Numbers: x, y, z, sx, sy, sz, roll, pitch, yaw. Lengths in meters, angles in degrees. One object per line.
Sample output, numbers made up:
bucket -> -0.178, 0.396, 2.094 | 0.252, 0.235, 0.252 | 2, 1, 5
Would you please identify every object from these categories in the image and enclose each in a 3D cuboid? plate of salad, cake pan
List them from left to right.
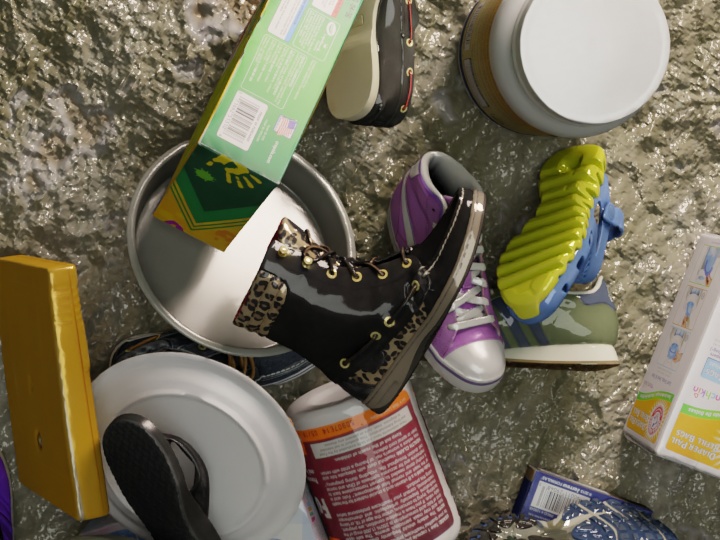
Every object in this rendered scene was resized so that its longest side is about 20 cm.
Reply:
plate of salad -> -0.140, 0.149, 1.329 | 0.199, 0.048, 0.201 | 6, 120, 10
cake pan -> -0.103, -0.018, 1.360 | 0.199, 0.037, 0.201 | 8, 67, -18

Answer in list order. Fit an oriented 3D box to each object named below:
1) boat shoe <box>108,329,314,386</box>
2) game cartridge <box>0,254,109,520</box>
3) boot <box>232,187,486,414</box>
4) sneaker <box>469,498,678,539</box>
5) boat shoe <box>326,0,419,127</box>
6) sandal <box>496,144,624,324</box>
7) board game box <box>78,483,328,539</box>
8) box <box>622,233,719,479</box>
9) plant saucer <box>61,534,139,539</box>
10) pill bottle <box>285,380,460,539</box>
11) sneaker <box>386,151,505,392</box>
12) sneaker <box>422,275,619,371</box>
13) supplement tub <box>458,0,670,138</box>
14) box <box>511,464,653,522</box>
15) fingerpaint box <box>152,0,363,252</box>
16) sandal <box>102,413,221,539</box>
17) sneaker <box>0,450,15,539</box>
boat shoe -> -0.116, 0.078, 1.380 | 0.199, 0.091, 0.071 | -11, 97, -7
game cartridge -> -0.255, 0.090, 1.321 | 0.032, 0.176, 0.201 | -8, 97, -27
boot -> 0.000, 0.000, 1.290 | 0.150, 0.073, 0.201 | 27, 109, -4
sneaker -> 0.185, 0.258, 1.425 | 0.199, 0.077, 0.086 | -1, 116, -15
boat shoe -> 0.013, -0.223, 1.388 | 0.063, 0.073, 0.203 | 9, 82, -47
sandal -> 0.181, -0.021, 1.388 | 0.087, 0.079, 0.200 | 57, 44, -27
board game box -> -0.115, 0.283, 1.401 | 0.199, 0.043, 0.200 | -19, 99, 9
box -> 0.331, 0.082, 1.439 | 0.112, 0.101, 0.201 | 22, 92, -9
plant saucer -> -0.166, 0.277, 1.330 | 0.200, 0.200, 0.050 | 45, 50, -9
pill bottle -> 0.019, 0.194, 1.399 | 0.114, 0.114, 0.201 | -21, 98, -6
sneaker -> 0.078, -0.004, 1.347 | 0.072, 0.114, 0.201 | -13, 68, -23
sneaker -> 0.131, 0.039, 1.431 | 0.199, 0.067, 0.090 | 3, 80, -3
supplement tub -> 0.167, -0.183, 1.340 | 0.144, 0.200, 0.145 | -1, 96, -8
box -> 0.176, 0.291, 1.471 | 0.121, 0.032, 0.201 | 20, 90, -9
fingerpaint box -> -0.079, -0.136, 1.294 | 0.073, 0.167, 0.201 | 27, 65, -10
sandal -> -0.149, 0.178, 1.294 | 0.048, 0.075, 0.201 | -55, 140, -36
sneaker -> -0.324, 0.224, 1.359 | 0.069, 0.100, 0.201 | -12, 97, -9
